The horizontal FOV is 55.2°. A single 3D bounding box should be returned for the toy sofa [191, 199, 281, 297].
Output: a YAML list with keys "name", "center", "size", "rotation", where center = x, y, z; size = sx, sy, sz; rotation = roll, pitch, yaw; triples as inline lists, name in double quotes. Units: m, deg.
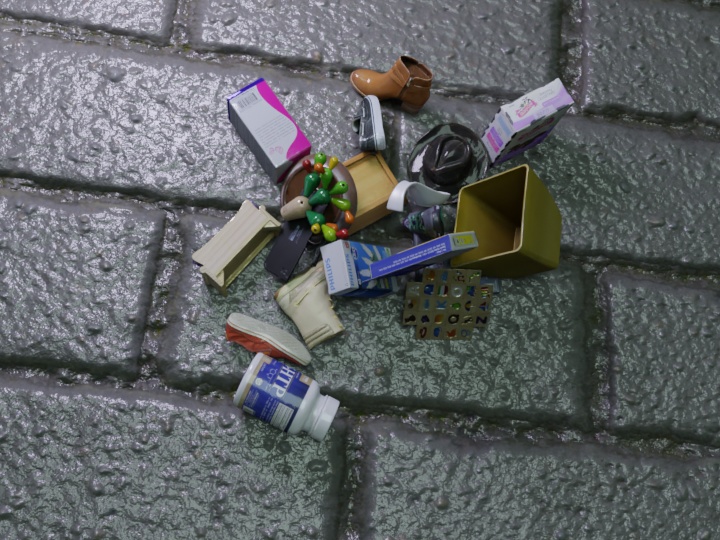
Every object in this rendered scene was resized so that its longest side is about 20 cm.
- name: "toy sofa"
  center: [-0.268, -0.050, 1.504]
  size: [0.097, 0.083, 0.200]
  rotation: [38, 73, 9]

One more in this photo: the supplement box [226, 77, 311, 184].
- name: "supplement box"
  center: [-0.209, -0.317, 1.576]
  size: [0.101, 0.103, 0.201]
  rotation: [-33, 80, -16]

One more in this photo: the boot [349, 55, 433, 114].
- name: "boot"
  center: [0.076, -0.458, 1.626]
  size: [0.197, 0.155, 0.075]
  rotation: [20, 73, -2]

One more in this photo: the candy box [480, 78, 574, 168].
- name: "candy box"
  center: [0.380, -0.341, 1.615]
  size: [0.166, 0.200, 0.072]
  rotation: [-28, 79, -14]

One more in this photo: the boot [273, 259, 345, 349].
- name: "boot"
  center: [-0.069, 0.062, 1.507]
  size: [0.199, 0.073, 0.156]
  rotation: [-33, 81, -13]

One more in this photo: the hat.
- name: "hat"
  center: [0.207, -0.258, 1.611]
  size: [0.197, 0.081, 0.204]
  rotation: [0, 85, 3]

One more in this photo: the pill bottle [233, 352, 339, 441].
- name: "pill bottle"
  center: [-0.149, 0.265, 1.415]
  size: [0.198, 0.120, 0.121]
  rotation: [27, 73, -1]

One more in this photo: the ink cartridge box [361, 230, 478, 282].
- name: "ink cartridge box"
  center: [0.123, -0.030, 1.439]
  size: [0.196, 0.199, 0.048]
  rotation: [-20, 83, 29]

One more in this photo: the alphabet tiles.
- name: "alphabet tiles"
  center: [0.194, 0.076, 1.528]
  size: [0.197, 0.006, 0.169]
  rotation: [2, 109, -8]

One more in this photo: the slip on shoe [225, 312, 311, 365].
- name: "slip on shoe"
  center: [-0.198, 0.157, 1.473]
  size: [0.198, 0.074, 0.062]
  rotation: [24, 107, -7]

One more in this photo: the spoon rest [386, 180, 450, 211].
- name: "spoon rest"
  center: [0.129, -0.170, 1.525]
  size: [0.098, 0.199, 0.062]
  rotation: [14, 108, 30]

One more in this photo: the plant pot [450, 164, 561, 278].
- name: "plant pot"
  center: [0.339, -0.084, 1.534]
  size: [0.175, 0.199, 0.203]
  rotation: [25, 64, -34]

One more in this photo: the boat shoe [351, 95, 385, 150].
- name: "boat shoe"
  center: [0.013, -0.346, 1.596]
  size: [0.070, 0.073, 0.201]
  rotation: [-6, 39, -3]

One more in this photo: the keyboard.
- name: "keyboard"
  center: [-0.119, -0.068, 1.482]
  size: [0.126, 0.021, 0.202]
  rotation: [29, 91, 26]

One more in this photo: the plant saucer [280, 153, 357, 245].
- name: "plant saucer"
  center: [-0.100, -0.156, 1.521]
  size: [0.197, 0.032, 0.204]
  rotation: [3, 97, 26]

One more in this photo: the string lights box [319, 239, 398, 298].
- name: "string lights box"
  center: [0.000, 0.000, 1.474]
  size: [0.058, 0.199, 0.104]
  rotation: [-18, 77, 30]

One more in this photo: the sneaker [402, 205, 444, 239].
- name: "sneaker"
  center: [0.137, -0.100, 1.518]
  size: [0.086, 0.200, 0.076]
  rotation: [-5, 91, 3]

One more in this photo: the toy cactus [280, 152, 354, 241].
- name: "toy cactus"
  center: [-0.099, -0.144, 1.438]
  size: [0.163, 0.102, 0.203]
  rotation: [-20, 79, 28]

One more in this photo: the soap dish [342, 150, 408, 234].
- name: "soap dish"
  center: [-0.007, -0.183, 1.579]
  size: [0.198, 0.081, 0.159]
  rotation: [-29, 81, -13]

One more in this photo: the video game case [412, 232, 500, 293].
- name: "video game case"
  center: [0.223, -0.017, 1.600]
  size: [0.197, 0.019, 0.145]
  rotation: [0, 75, -9]
